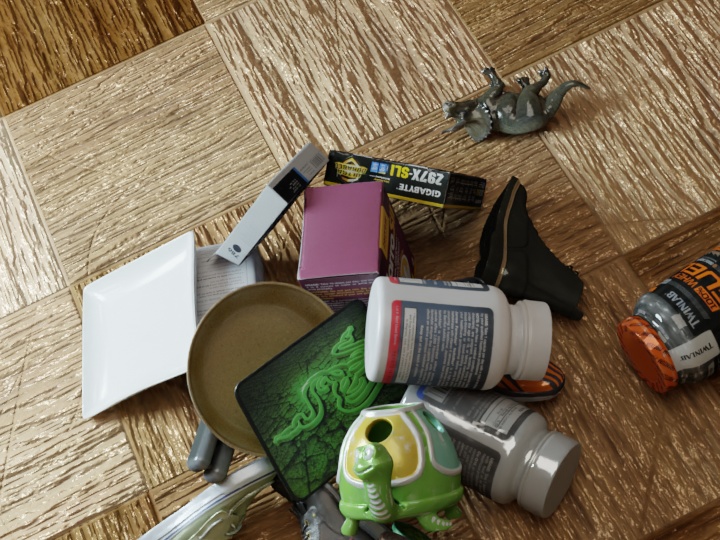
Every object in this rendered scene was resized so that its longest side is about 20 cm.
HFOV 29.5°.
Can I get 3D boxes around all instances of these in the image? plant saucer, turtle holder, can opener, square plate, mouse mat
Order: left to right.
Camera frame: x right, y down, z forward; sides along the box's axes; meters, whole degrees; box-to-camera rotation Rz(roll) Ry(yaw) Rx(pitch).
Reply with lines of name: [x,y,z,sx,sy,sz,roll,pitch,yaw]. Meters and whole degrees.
square plate: [-0.278,0.073,1.748,0.199,0.028,0.199,-25,54,28]
can opener: [-0.163,0.162,1.617,0.066,0.053,0.201,-31,33,37]
plant saucer: [-0.106,0.114,1.580,0.199,0.035,0.202,2,85,-19]
mouse mat: [-0.037,0.149,1.574,0.200,0.162,0.008,-36,16,-28]
turtle holder: [0.029,0.215,1.478,0.140,0.185,0.133,-7,88,44]

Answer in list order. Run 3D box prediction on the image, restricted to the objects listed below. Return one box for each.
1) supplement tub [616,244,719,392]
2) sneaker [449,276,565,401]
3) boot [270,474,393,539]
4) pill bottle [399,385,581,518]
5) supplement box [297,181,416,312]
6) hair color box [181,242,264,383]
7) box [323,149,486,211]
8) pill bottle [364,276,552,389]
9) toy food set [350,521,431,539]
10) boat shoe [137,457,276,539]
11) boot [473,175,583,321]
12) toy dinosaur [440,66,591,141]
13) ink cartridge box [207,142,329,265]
supplement tub: [0.410,0.051,1.609,0.199,0.123,0.123,-32,59,-9]
sneaker: [0.155,0.080,1.638,0.199,0.113,0.078,20,40,20]
boot: [-0.066,0.334,1.563,0.199,0.069,0.174,30,69,23]
pill bottle: [0.146,0.198,1.578,0.199,0.114,0.114,26,67,23]
supplement box: [0.000,0.000,1.671,0.103,0.200,0.132,-4,60,14]
hair color box: [-0.172,0.063,1.751,0.098,0.061,0.201,-10,57,5]
box: [0.060,-0.113,1.734,0.159,0.200,0.050,14,95,17]
pill bottle: [0.110,0.074,1.544,0.199,0.120,0.120,5,59,-6]
toy food set: [0.076,0.342,1.463,0.197,0.200,0.049,31,100,12]
boat shoe: [-0.171,0.290,1.603,0.200,0.072,0.062,-37,82,11]
boot: [0.224,-0.023,1.734,0.138,0.078,0.201,21,48,-4]
toy dinosaur: [0.211,-0.220,1.851,0.199,0.077,0.103,2,71,6]
ink cartridge box: [-0.117,-0.073,1.703,0.039,0.200,0.100,42,52,-3]
